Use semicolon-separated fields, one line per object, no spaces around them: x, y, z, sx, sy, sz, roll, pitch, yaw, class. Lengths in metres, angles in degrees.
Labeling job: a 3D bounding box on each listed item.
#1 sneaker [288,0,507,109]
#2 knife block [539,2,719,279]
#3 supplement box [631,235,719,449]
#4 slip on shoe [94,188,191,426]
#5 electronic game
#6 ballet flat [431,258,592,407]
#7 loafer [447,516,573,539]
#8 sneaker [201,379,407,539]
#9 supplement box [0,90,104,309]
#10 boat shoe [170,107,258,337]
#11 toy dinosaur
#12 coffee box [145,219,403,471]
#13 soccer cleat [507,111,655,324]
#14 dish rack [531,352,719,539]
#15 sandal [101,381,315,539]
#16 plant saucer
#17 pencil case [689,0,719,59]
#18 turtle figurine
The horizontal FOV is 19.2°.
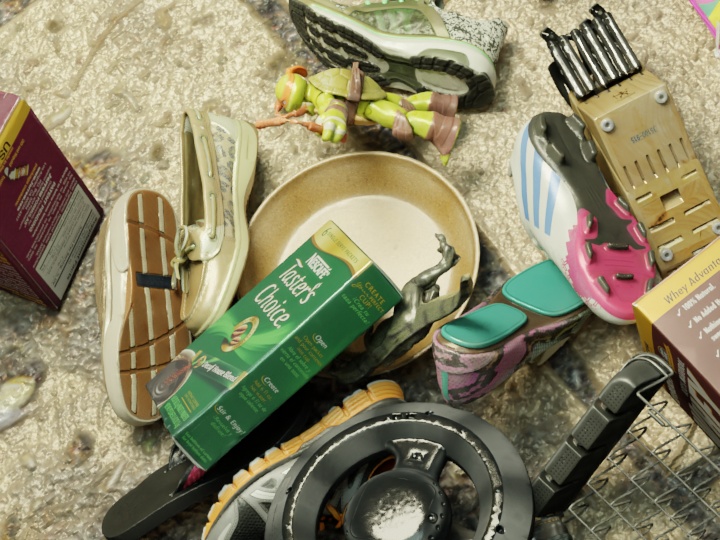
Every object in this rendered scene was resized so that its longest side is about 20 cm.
0.036;-0.201;1.791;0.200;0.077;0.089;21;58;17;sneaker
0.214;-0.110;1.708;0.064;0.176;0.200;-26;106;1;knife block
0.340;0.060;1.543;0.197;0.133;0.200;-37;62;-5;supplement box
-0.186;0.033;1.732;0.061;0.076;0.200;-26;62;47;slip on shoe
0.027;0.181;1.530;0.200;0.042;0.200;-9;51;12;electronic game
0.120;0.049;1.626;0.069;0.071;0.200;26;36;29;ballet flat
0.057;0.209;1.557;0.200;0.073;0.072;-20;70;15;loafer
-0.034;0.167;1.619;0.200;0.078;0.077;-37;70;-5;sneaker
-0.311;-0.068;1.728;0.131;0.200;0.103;17;69;21;supplement box
-0.128;-0.038;1.726;0.063;0.073;0.200;19;56;-22;boat shoe
0.044;0.026;1.607;0.047;0.200;0.088;39;48;-10;toy dinosaur
-0.069;0.053;1.621;0.200;0.044;0.123;-41;23;0;coffee box
0.168;-0.029;1.641;0.070;0.086;0.200;-2;55;-25;soccer cleat
0.220;0.178;1.525;0.200;0.055;0.153;45;122;20;dish rack
-0.122;0.142;1.652;0.200;0.045;0.075;-33;22;-1;sandal
0.000;0.000;1.712;0.200;0.035;0.200;-6;64;12;plant saucer
0.294;-0.245;1.733;0.088;0.088;0.200;-25;60;1;pencil case
-0.002;-0.136;1.730;0.161;0.200;0.065;12;100;-6;turtle figurine
